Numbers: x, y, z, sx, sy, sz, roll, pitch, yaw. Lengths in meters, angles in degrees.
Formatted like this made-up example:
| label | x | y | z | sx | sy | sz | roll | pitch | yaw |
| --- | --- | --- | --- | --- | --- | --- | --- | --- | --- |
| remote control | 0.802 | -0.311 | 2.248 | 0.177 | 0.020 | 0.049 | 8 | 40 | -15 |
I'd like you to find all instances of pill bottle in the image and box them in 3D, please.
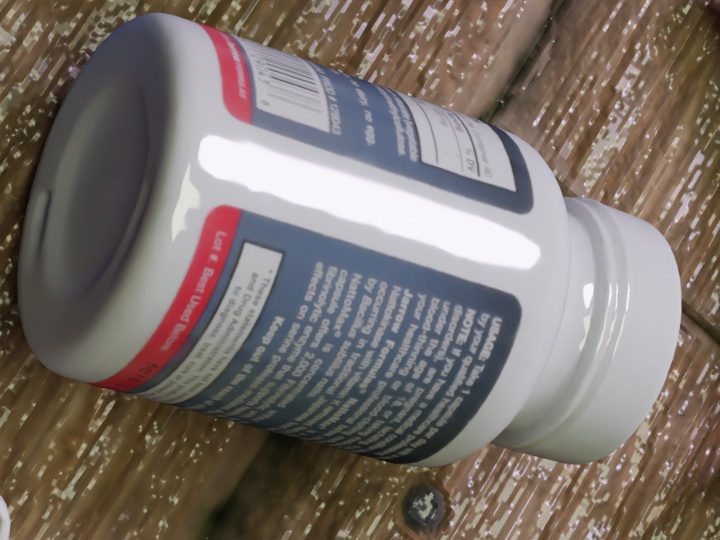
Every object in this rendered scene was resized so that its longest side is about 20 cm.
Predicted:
| label | x | y | z | sx | sy | sz | roll | pitch | yaw |
| --- | --- | --- | --- | --- | --- | --- | --- | --- | --- |
| pill bottle | 0.000 | 0.000 | 0.821 | 0.200 | 0.120 | 0.120 | 17 | 82 | -27 |

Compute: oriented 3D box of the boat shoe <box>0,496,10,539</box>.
| label | x | y | z | sx | sy | sz | roll | pitch | yaw |
| --- | --- | --- | --- | --- | --- | --- | --- | --- | --- |
| boat shoe | -0.182 | 0.135 | 0.751 | 0.071 | 0.069 | 0.200 | 44 | 72 | -24 |
